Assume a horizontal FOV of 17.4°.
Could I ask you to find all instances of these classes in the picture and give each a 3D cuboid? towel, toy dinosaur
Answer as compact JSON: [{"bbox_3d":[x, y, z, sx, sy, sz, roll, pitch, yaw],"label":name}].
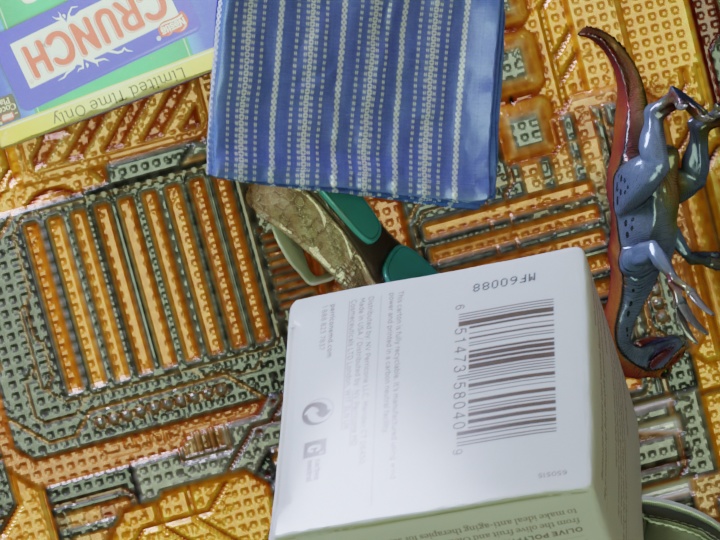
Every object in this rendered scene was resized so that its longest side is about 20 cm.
[{"bbox_3d":[0.001,-0.119,1.500,0.198,0.024,0.146,5,89,-24],"label":"towel"},{"bbox_3d":[0.192,-0.028,1.545,0.200,0.105,0.182,44,114,34],"label":"toy dinosaur"}]

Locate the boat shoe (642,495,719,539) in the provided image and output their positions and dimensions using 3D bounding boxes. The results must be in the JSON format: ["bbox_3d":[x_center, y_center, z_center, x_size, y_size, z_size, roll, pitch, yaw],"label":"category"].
[{"bbox_3d":[0.150,0.186,1.556,0.200,0.060,0.073,6,97,-1],"label":"boat shoe"}]

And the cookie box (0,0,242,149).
[{"bbox_3d":[-0.185,-0.199,1.504,0.170,0.075,0.201,-20,97,1],"label":"cookie box"}]

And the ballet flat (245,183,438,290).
[{"bbox_3d":[0.000,0.000,1.542,0.065,0.071,0.200,-39,93,31],"label":"ballet flat"}]

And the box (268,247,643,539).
[{"bbox_3d":[0.064,0.126,1.438,0.198,0.200,0.172,-11,133,14],"label":"box"}]
